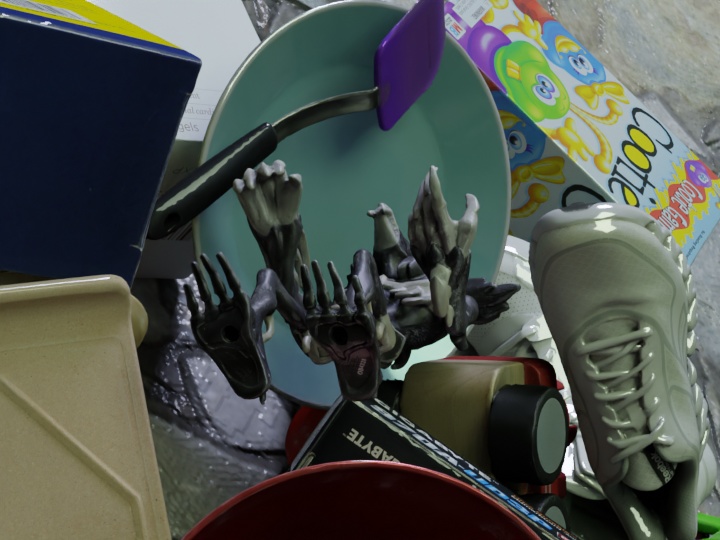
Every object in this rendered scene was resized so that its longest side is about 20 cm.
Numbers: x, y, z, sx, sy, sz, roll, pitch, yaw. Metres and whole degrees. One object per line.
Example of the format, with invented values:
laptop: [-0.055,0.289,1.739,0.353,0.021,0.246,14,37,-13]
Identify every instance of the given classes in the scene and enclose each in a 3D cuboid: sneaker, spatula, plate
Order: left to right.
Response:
spatula: [-0.026,-0.068,1.254,0.200,0.057,0.021,-34,50,-27]
plate: [-0.007,-0.032,1.306,0.200,0.026,0.200,-7,100,-40]
sneaker: [0.107,0.074,1.447,0.200,0.074,0.116,46,33,-2]
sneaker: [0.128,0.052,1.265,0.081,0.075,0.200,-89,162,-48]

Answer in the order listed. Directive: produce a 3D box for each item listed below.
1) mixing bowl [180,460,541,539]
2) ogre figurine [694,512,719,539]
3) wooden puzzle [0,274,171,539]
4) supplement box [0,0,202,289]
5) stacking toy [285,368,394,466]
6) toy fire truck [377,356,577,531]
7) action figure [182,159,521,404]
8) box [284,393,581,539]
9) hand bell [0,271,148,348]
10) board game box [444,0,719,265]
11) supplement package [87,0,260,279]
mixing bowl: [-0.010,0.175,1.095,0.200,0.108,0.200,0,89,-12]
ogre figurine: [0.204,0.189,1.404,0.200,0.098,0.120,-8,97,-34]
wooden puzzle: [-0.162,0.109,1.101,0.185,0.037,0.200,-7,87,-36]
supplement box: [-0.178,-0.079,1.197,0.109,0.109,0.200,10,13,-40]
stacking toy: [0.005,0.035,1.381,0.085,0.085,0.200,31,42,-19]
toy fire truck: [0.065,0.126,1.317,0.200,0.128,0.176,-8,97,-64]
action figure: [0.000,0.000,1.199,0.200,0.119,0.102,-25,111,-71]
box: [0.032,0.171,1.182,0.200,0.159,0.046,34,6,0]
hand bell: [-0.143,0.112,1.169,0.104,0.104,0.200,17,57,-34]
board game box: [0.100,-0.063,1.544,0.200,0.103,0.105,44,36,-3]
supplement package: [-0.134,-0.109,1.343,0.117,0.117,0.200,1,55,-44]
